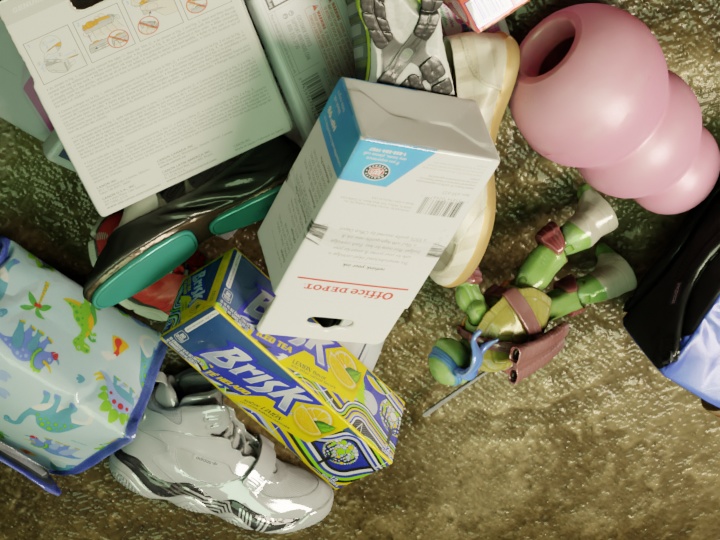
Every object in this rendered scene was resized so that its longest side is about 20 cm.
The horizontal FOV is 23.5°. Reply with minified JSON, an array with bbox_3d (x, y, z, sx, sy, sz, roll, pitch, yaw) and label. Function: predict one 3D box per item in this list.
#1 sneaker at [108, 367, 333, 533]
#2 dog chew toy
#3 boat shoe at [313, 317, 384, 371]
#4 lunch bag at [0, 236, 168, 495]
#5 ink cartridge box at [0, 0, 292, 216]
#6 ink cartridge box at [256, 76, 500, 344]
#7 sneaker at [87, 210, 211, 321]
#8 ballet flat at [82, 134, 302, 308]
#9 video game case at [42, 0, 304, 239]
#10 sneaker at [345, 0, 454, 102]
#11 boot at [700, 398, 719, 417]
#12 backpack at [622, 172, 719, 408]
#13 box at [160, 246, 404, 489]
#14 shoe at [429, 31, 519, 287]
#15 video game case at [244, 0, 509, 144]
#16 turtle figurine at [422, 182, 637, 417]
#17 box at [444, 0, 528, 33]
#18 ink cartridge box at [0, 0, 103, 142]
[{"bbox_3d":[-0.107,0.151,1.474,0.199,0.075,0.115,16,121,-11],"label":"sneaker"},{"bbox_3d":[0.204,-0.114,1.327,0.124,0.125,0.200,-42,124,18],"label":"dog chew toy"},{"bbox_3d":[0.000,0.000,1.373,0.066,0.073,0.201,4,107,-39],"label":"boat shoe"},{"bbox_3d":[-0.282,0.090,1.396,0.170,0.128,0.200,36,141,-21],"label":"lunch bag"},{"bbox_3d":[-0.152,-0.150,1.224,0.160,0.050,0.201,-24,131,-3],"label":"ink cartridge box"},{"bbox_3d":[0.002,-0.039,1.257,0.115,0.067,0.200,7,134,-28],"label":"ink cartridge box"},{"bbox_3d":[-0.126,0.009,1.376,0.085,0.077,0.200,-15,139,44],"label":"sneaker"},{"bbox_3d":[-0.131,-0.045,1.309,0.199,0.069,0.068,-29,161,-10],"label":"ballet flat"},{"bbox_3d":[-0.112,-0.129,1.306,0.182,0.022,0.200,25,116,-39],"label":"video game case"},{"bbox_3d":[0.025,-0.168,1.237,0.073,0.081,0.201,-9,135,-10],"label":"sneaker"},{"bbox_3d":[0.411,0.115,1.509,0.199,0.074,0.155,-26,124,13],"label":"boot"},{"bbox_3d":[0.328,0.007,1.381,0.167,0.163,0.201,28,101,-17],"label":"backpack"},{"bbox_3d":[-0.057,0.078,1.332,0.064,0.070,0.200,-30,119,34],"label":"box"},{"bbox_3d":[0.070,-0.084,1.307,0.053,0.070,0.201,0,109,-30],"label":"shoe"},{"bbox_3d":[0.010,-0.202,1.271,0.181,0.024,0.201,-30,121,-13],"label":"video game case"},{"bbox_3d":[0.114,0.013,1.416,0.193,0.200,0.144,-32,91,-12],"label":"turtle figurine"},{"bbox_3d":[0.127,-0.272,1.213,0.199,0.095,0.103,-34,119,0],"label":"box"},{"bbox_3d":[-0.174,-0.169,1.299,0.199,0.043,0.197,29,113,-19],"label":"ink cartridge box"}]
